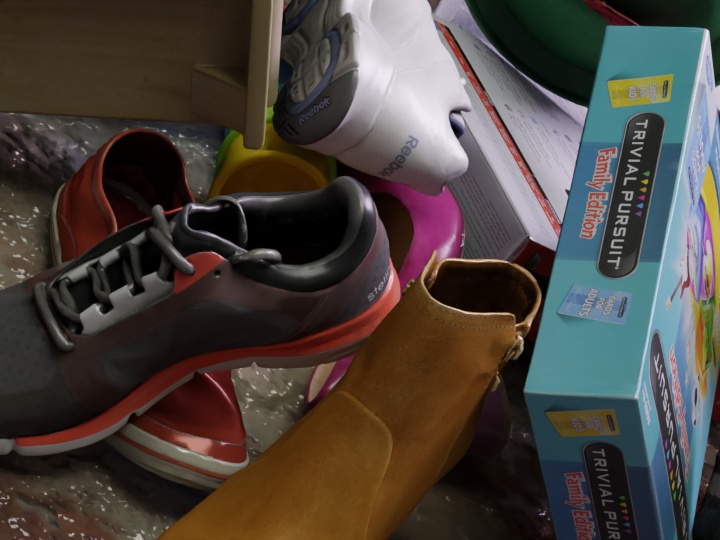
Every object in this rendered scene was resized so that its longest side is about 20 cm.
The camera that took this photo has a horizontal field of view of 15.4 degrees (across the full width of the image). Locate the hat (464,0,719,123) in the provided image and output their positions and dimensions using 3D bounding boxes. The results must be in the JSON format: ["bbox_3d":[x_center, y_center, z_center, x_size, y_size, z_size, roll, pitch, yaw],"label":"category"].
[{"bbox_3d":[0.141,-0.154,1.264,0.200,0.166,0.176,36,3,-1],"label":"hat"}]

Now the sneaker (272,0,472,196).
[{"bbox_3d":[0.008,-0.096,1.240,0.087,0.075,0.200,34,29,-19],"label":"sneaker"}]

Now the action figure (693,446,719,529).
[{"bbox_3d":[0.198,0.019,1.193,0.104,0.195,0.200,-2,-17,27],"label":"action figure"}]

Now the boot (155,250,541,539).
[{"bbox_3d":[-0.009,0.066,0.984,0.071,0.144,0.201,37,29,13],"label":"boot"}]

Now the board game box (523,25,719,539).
[{"bbox_3d":[0.117,0.022,1.107,0.047,0.151,0.201,2,49,16],"label":"board game box"}]

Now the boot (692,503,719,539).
[{"bbox_3d":[0.221,0.101,1.101,0.131,0.201,0.070,24,21,-6],"label":"boot"}]

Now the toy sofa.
[{"bbox_3d":[-0.133,-0.111,1.138,0.199,0.083,0.098,3,25,-3],"label":"toy sofa"}]

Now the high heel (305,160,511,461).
[{"bbox_3d":[0.000,0.000,1.180,0.096,0.068,0.200,16,32,-32],"label":"high heel"}]

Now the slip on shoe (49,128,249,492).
[{"bbox_3d":[-0.084,0.013,1.086,0.074,0.061,0.200,17,33,-28],"label":"slip on shoe"}]

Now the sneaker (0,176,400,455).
[{"bbox_3d":[-0.082,0.004,1.007,0.199,0.082,0.077,-18,54,-13],"label":"sneaker"}]

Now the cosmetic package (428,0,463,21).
[{"bbox_3d":[0.053,-0.218,1.439,0.071,0.200,0.101,33,27,4],"label":"cosmetic package"}]

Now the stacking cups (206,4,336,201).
[{"bbox_3d":[-0.037,-0.077,1.273,0.060,0.061,0.200,24,29,-12],"label":"stacking cups"}]

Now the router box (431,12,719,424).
[{"bbox_3d":[0.096,-0.031,1.308,0.179,0.049,0.200,25,27,-36],"label":"router box"}]

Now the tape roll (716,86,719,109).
[{"bbox_3d":[0.241,-0.123,1.499,0.199,0.066,0.200,21,-9,4],"label":"tape roll"}]
